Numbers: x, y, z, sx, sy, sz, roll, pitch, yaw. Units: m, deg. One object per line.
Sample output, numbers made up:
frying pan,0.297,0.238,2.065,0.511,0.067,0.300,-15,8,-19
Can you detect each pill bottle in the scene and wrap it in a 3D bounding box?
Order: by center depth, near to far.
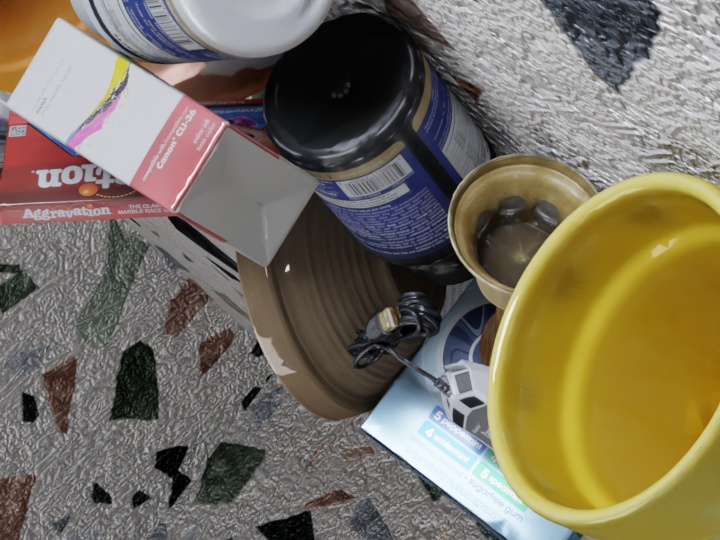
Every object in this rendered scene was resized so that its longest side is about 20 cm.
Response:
pill bottle,-0.103,-0.180,1.421,0.111,0.111,0.200,41,164,-24
pill bottle,0.025,-0.072,1.561,0.112,0.112,0.200,33,170,37

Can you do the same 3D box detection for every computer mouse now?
computer mouse,0.089,0.085,1.590,0.199,0.044,0.110,35,152,-1

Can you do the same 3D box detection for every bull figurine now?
bull figurine,-0.101,-0.141,1.654,0.121,0.198,0.066,-80,-28,-80

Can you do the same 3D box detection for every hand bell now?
hand bell,0.099,0.020,1.567,0.104,0.104,0.200,36,154,15

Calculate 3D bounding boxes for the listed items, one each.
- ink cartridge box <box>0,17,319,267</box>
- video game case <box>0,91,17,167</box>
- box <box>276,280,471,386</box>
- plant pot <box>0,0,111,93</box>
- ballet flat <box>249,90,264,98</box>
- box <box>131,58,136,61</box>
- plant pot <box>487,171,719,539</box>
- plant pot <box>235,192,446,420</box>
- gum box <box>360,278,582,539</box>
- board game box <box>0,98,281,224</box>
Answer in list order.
ink cartridge box,-0.137,-0.088,1.478,0.199,0.068,0.116,32,180,33
video game case,-0.270,-0.102,1.731,0.199,0.024,0.181,2,172,38
box,0.039,0.047,1.916,0.198,0.107,0.152,4,177,-7
plant pot,-0.276,-0.247,1.749,0.200,0.200,0.183,43,-172,-34
ballet flat,-0.079,-0.137,1.847,0.072,0.072,0.200,31,170,46
box,-0.150,-0.158,1.866,0.200,0.048,0.159,48,-160,-59
plant pot,0.203,0.071,1.318,0.188,0.202,0.200,25,-178,-35
plant pot,0.000,0.000,1.699,0.092,0.202,0.201,-14,143,26
gum box,0.127,0.086,1.689,0.169,0.201,0.045,35,173,18
board game box,-0.137,-0.074,1.573,0.103,0.198,0.020,-93,0,-48
